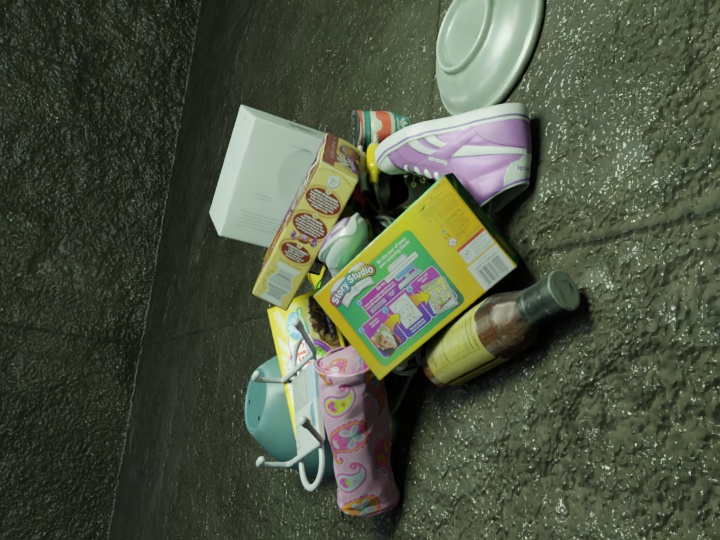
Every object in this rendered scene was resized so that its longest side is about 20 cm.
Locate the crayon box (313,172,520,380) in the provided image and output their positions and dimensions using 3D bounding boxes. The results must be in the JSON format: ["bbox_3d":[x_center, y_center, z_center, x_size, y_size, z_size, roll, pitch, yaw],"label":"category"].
[{"bbox_3d":[0.058,0.008,0.721,0.199,0.119,0.058,-41,-3,19],"label":"crayon box"}]

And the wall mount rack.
[{"bbox_3d":[-0.079,0.157,0.816,0.174,0.073,0.204,-46,43,47],"label":"wall mount rack"}]

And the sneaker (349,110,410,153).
[{"bbox_3d":[0.030,-0.182,0.995,0.200,0.091,0.072,99,169,-81],"label":"sneaker"}]

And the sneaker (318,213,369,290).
[{"bbox_3d":[0.000,0.000,0.834,0.075,0.099,0.201,-46,-15,-19],"label":"sneaker"}]

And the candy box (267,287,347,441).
[{"bbox_3d":[-0.064,0.126,0.929,0.100,0.026,0.203,-23,59,8],"label":"candy box"}]

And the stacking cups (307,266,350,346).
[{"bbox_3d":[-0.024,0.060,1.017,0.061,0.059,0.201,-63,35,26],"label":"stacking cups"}]

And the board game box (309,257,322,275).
[{"bbox_3d":[-0.051,-0.090,1.029,0.201,0.034,0.138,-77,2,-71],"label":"board game box"}]

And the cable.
[{"bbox_3d":[0.010,-0.080,0.853,0.098,0.049,0.203,-54,27,38],"label":"cable"}]

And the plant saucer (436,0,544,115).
[{"bbox_3d":[0.143,-0.292,0.831,0.199,0.049,0.205,-35,50,54],"label":"plant saucer"}]

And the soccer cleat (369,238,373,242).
[{"bbox_3d":[0.065,-0.033,0.865,0.085,0.064,0.199,-56,19,-14],"label":"soccer cleat"}]

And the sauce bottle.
[{"bbox_3d":[0.138,0.061,0.677,0.199,0.065,0.067,-40,45,48],"label":"sauce bottle"}]

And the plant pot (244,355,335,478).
[{"bbox_3d":[-0.097,0.202,1.003,0.199,0.132,0.205,-35,49,54],"label":"plant pot"}]

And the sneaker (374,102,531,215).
[{"bbox_3d":[0.099,-0.110,0.761,0.197,0.072,0.117,-8,83,40],"label":"sneaker"}]

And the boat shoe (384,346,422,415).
[{"bbox_3d":[0.051,0.098,0.820,0.066,0.072,0.203,57,148,39],"label":"boat shoe"}]

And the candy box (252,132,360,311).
[{"bbox_3d":[-0.068,-0.063,0.859,0.202,0.055,0.117,-61,12,25],"label":"candy box"}]

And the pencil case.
[{"bbox_3d":[-0.004,0.195,0.806,0.087,0.086,0.205,-151,49,-62],"label":"pencil case"}]

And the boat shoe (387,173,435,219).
[{"bbox_3d":[0.079,-0.111,0.867,0.201,0.059,0.073,-37,47,53],"label":"boat shoe"}]

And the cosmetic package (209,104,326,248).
[{"bbox_3d":[-0.134,-0.148,1.152,0.123,0.195,0.204,45,118,59],"label":"cosmetic package"}]

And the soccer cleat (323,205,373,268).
[{"bbox_3d":[-0.017,-0.023,0.995,0.065,0.082,0.204,-50,37,43],"label":"soccer cleat"}]
